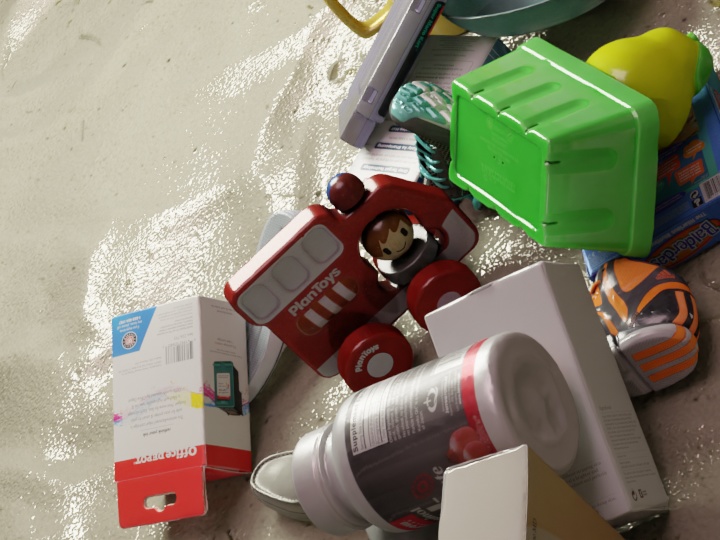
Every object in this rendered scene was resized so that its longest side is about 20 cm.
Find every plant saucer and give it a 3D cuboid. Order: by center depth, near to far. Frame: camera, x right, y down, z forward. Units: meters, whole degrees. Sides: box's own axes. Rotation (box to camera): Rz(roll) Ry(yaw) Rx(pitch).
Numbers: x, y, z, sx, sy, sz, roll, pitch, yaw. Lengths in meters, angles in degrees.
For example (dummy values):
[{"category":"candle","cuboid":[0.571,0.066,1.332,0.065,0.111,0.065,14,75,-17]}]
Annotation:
[{"category":"plant saucer","cuboid":[0.171,-0.266,1.900,0.199,0.036,0.200,-18,23,8]}]

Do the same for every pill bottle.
[{"category":"pill bottle","cuboid":[0.050,0.126,1.463,0.200,0.111,0.111,-24,42,33]}]

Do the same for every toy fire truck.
[{"category":"toy fire truck","cuboid":[0.000,0.000,1.760,0.200,0.168,0.112,-43,37,5]}]

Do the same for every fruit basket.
[{"category":"fruit basket","cuboid":[0.196,-0.115,1.654,0.215,0.156,0.216,0,25,0]}]

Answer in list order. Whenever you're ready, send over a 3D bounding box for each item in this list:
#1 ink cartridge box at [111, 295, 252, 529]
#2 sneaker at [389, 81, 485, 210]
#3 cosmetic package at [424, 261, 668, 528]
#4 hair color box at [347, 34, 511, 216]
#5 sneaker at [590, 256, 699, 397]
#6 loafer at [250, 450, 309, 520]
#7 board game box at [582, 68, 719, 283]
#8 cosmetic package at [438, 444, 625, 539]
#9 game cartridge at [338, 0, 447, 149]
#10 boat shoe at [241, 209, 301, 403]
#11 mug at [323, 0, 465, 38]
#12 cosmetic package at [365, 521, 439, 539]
[{"category":"ink cartridge box","cuboid":[-0.165,0.134,1.850,0.116,0.067,0.201,-14,72,37]},{"category":"sneaker","cuboid":[0.081,-0.101,1.772,0.091,0.200,0.078,-54,54,12]},{"category":"cosmetic package","cuboid":[0.139,0.104,1.519,0.113,0.081,0.201,-24,75,27]},{"category":"hair color box","cuboid":[0.067,-0.126,1.901,0.100,0.061,0.200,9,62,49]},{"category":"sneaker","cuboid":[0.182,0.060,1.616,0.200,0.078,0.112,-20,36,24]},{"category":"loafer","cuboid":[-0.022,0.172,1.704,0.200,0.070,0.070,-7,52,41]},{"category":"board game box","cuboid":[0.247,-0.087,1.700,0.152,0.045,0.200,-32,40,21]},{"category":"cosmetic package","cuboid":[0.137,0.219,1.393,0.071,0.200,0.105,-21,44,29]},{"category":"game cartridge","cuboid":[0.037,-0.218,1.917,0.200,0.038,0.130,-61,14,15]},{"category":"boat shoe","cuboid":[-0.077,0.043,1.884,0.073,0.067,0.200,33,103,41]},{"category":"mug","cuboid":[0.059,-0.323,2.016,0.149,0.153,0.187,22,73,51]},{"category":"cosmetic package","cuboid":[0.071,0.218,1.541,0.090,0.107,0.200,-42,38,7]}]
